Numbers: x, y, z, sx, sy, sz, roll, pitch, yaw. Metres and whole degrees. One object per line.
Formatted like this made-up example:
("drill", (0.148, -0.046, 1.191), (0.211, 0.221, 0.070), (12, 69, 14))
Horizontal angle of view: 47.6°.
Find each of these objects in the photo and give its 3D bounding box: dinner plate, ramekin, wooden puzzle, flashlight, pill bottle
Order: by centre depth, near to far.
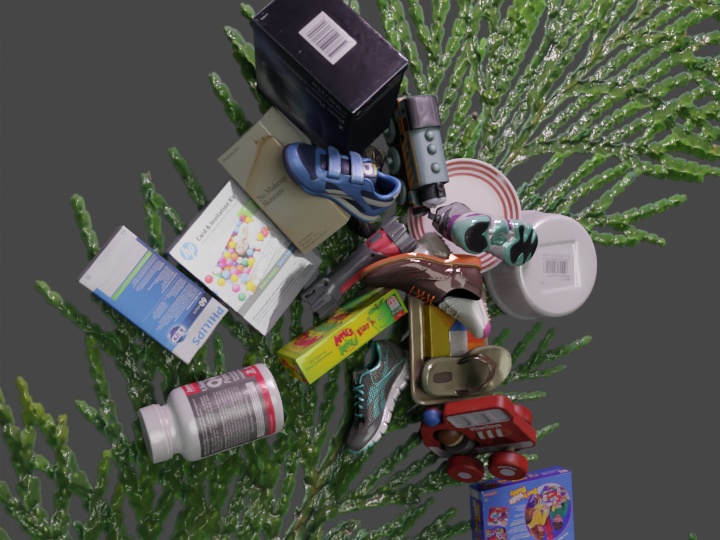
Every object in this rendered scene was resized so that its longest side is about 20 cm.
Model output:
("pill bottle", (-0.224, 0.218, 1.222), (0.198, 0.110, 0.112), (-15, 97, -23))
("flashlight", (0.000, 0.000, 1.320), (0.200, 0.068, 0.068), (-41, 78, 2))
("wooden puzzle", (0.157, 0.122, 1.390), (0.183, 0.037, 0.203), (2, 79, -38))
("dinner plate", (0.178, -0.092, 1.414), (0.197, 0.024, 0.203), (0, 87, -2))
("ramekin", (0.328, -0.009, 1.469), (0.198, 0.097, 0.203), (-1, 91, -24))

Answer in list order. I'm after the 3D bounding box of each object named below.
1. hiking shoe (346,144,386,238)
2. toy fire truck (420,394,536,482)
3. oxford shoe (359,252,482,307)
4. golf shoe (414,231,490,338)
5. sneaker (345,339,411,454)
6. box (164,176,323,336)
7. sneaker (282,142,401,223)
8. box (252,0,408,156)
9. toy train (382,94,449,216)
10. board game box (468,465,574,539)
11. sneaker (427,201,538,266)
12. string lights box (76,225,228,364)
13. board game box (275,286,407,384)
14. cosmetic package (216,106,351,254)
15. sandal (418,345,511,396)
("hiking shoe", (0.006, -0.155, 1.333), (0.100, 0.076, 0.202), (-19, 98, -19))
("toy fire truck", (0.187, 0.264, 1.357), (0.168, 0.198, 0.113), (46, 45, -36))
("oxford shoe", (0.098, 0.017, 1.270), (0.197, 0.071, 0.073), (-2, 69, -9))
("golf shoe", (0.135, 0.036, 1.343), (0.091, 0.075, 0.201), (-27, 72, -21))
("sneaker", (0.015, 0.203, 1.354), (0.091, 0.077, 0.201), (35, 69, -17))
("box", (-0.178, -0.021, 1.275), (0.200, 0.041, 0.156), (43, 74, -18))
("sneaker", (-0.025, -0.142, 1.195), (0.199, 0.082, 0.075), (22, 53, -36))
("box", (-0.050, -0.285, 1.206), (0.200, 0.199, 0.123), (44, 75, 8))
("toy train", (0.094, -0.193, 1.342), (0.084, 0.114, 0.203), (-8, 87, -22))
("board game box", (0.297, 0.446, 1.496), (0.198, 0.045, 0.136), (-5, 93, -24))
("sneaker", (0.195, -0.072, 1.356), (0.199, 0.140, 0.078), (15, 103, -42))
("string lights box", (-0.306, 0.037, 1.209), (0.200, 0.059, 0.103), (42, 76, -19))
("board game box", (-0.031, 0.099, 1.310), (0.199, 0.101, 0.048), (-35, 105, -19))
("cosmetic package", (-0.110, -0.136, 1.253), (0.103, 0.073, 0.200), (-36, 106, 27))
("sandal", (0.183, 0.173, 1.350), (0.199, 0.057, 0.081), (-7, 91, -38))
